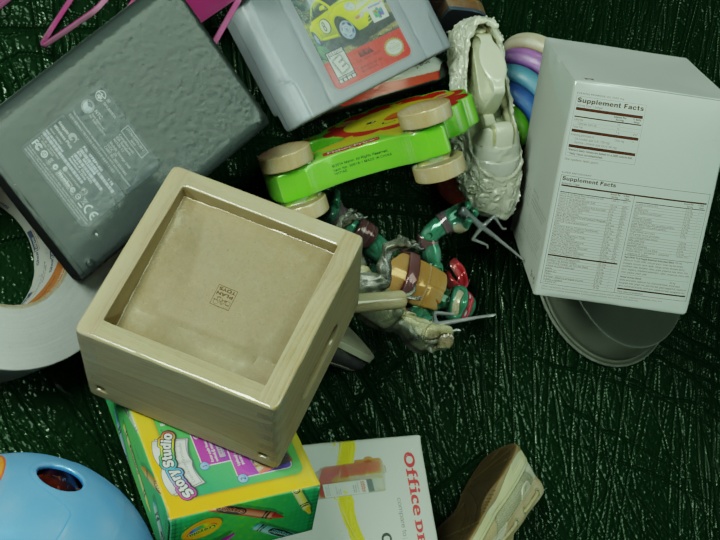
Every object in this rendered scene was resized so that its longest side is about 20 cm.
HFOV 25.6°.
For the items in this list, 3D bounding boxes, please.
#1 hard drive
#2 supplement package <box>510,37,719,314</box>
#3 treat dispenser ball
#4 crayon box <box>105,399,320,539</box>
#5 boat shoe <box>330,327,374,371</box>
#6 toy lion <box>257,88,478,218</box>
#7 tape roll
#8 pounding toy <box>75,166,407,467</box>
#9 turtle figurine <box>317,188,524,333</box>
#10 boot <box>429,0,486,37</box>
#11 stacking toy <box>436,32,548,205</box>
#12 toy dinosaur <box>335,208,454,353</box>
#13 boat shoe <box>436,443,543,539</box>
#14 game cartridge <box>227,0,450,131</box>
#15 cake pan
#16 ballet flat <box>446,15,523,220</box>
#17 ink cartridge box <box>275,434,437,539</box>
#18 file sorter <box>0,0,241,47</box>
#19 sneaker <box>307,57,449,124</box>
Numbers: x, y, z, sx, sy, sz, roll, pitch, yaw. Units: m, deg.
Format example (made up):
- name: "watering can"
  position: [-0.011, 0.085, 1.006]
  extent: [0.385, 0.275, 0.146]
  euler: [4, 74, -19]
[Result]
- name: "hard drive"
  position: [-0.182, -0.109, 1.211]
  extent: [0.200, 0.033, 0.140]
  euler: [-42, 110, -19]
- name: "supplement package"
  position: [0.236, -0.092, 1.470]
  extent: [0.147, 0.191, 0.200]
  euler: [7, 110, -4]
- name: "treat dispenser ball"
  position: [-0.237, 0.226, 1.090]
  extent: [0.201, 0.201, 0.201]
  euler: [12, 70, -34]
- name: "crayon box"
  position: [-0.122, 0.120, 1.222]
  extent: [0.119, 0.058, 0.200]
  euler: [-10, 49, -21]
- name: "boat shoe"
  position: [-0.077, 0.051, 1.371]
  extent: [0.200, 0.073, 0.063]
  euler: [26, 105, -35]
- name: "toy lion"
  position: [0.009, -0.115, 1.415]
  extent: [0.200, 0.192, 0.069]
  euler: [-17, 106, 0]
- name: "tape roll"
  position: [-0.283, -0.016, 1.215]
  extent: [0.200, 0.066, 0.200]
  euler: [11, 71, -34]
- name: "pounding toy"
  position: [-0.080, 0.032, 1.196]
  extent: [0.184, 0.142, 0.200]
  euler: [21, 60, 10]
- name: "turtle figurine"
  position: [0.046, 0.007, 1.439]
  extent: [0.200, 0.101, 0.150]
  euler: [19, 58, -18]
- name: "boot"
  position: [0.030, -0.287, 1.547]
  extent: [0.200, 0.075, 0.097]
  euler: [11, 52, -35]
- name: "stacking toy"
  position: [0.136, -0.144, 1.569]
  extent: [0.085, 0.085, 0.200]
  euler: [46, 59, -18]
- name: "toy dinosaur"
  position: [0.000, 0.000, 1.358]
  extent: [0.200, 0.047, 0.088]
  euler: [26, 98, 2]
- name: "boat shoe"
  position: [0.110, 0.245, 1.436]
  extent: [0.065, 0.072, 0.200]
  euler: [51, 47, -14]
- name: "game cartridge"
  position: [-0.020, -0.222, 1.419]
  extent: [0.200, 0.041, 0.133]
  euler: [-32, 93, -33]
- name: "cake pan"
  position: [0.265, -0.001, 1.647]
  extent: [0.200, 0.037, 0.200]
  euler: [12, 70, -34]
- name: "ballet flat"
  position: [0.118, -0.148, 1.491]
  extent: [0.072, 0.072, 0.200]
  euler: [-2, 79, -38]
- name: "ink cartridge box"
  position: [-0.037, 0.218, 1.321]
  extent: [0.200, 0.083, 0.145]
  euler: [-1, 76, -37]
- name: "file sorter"
  position: [-0.210, -0.242, 1.292]
  extent: [0.200, 0.139, 0.125]
  euler: [38, 58, -22]
- name: "sneaker"
  position: [-0.006, -0.208, 1.483]
  extent: [0.201, 0.067, 0.108]
  euler: [-20, 92, -37]
